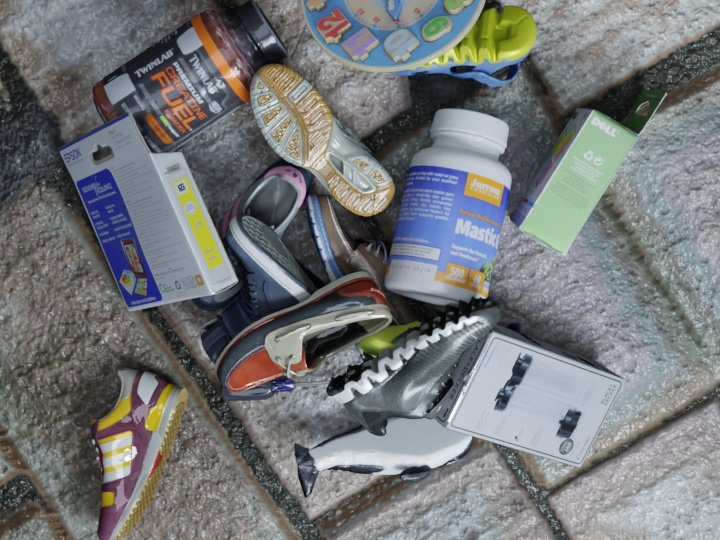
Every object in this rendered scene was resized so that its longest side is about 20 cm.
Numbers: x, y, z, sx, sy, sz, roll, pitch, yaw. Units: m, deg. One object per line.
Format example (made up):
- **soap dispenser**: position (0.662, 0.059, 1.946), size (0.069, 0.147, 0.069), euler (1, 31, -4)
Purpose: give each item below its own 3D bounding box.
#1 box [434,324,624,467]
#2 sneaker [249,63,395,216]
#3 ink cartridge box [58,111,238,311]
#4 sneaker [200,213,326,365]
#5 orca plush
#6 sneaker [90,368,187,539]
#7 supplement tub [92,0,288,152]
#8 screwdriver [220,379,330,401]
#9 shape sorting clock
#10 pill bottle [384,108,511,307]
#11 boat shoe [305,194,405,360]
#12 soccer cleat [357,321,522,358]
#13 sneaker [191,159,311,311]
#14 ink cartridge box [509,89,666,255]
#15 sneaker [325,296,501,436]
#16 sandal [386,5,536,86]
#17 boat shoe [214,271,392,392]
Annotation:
- **box**: position (0.176, 0.130, 1.383), size (0.200, 0.060, 0.117), euler (19, 100, -32)
- **sneaker**: position (-0.048, -0.140, 1.372), size (0.076, 0.088, 0.200), euler (-40, 110, 5)
- **ink cartridge box**: position (-0.228, -0.061, 1.356), size (0.047, 0.198, 0.200), euler (-25, 98, -34)
- **sneaker**: position (-0.125, 0.033, 1.373), size (0.146, 0.077, 0.202), euler (-31, 139, 9)
- **orca plush**: position (0.027, 0.218, 1.438), size (0.200, 0.105, 0.071), euler (-20, 138, -19)
- **sneaker**: position (-0.269, 0.208, 1.450), size (0.090, 0.075, 0.200), euler (23, 91, 6)
- **supplement tub**: position (-0.178, -0.206, 1.367), size (0.200, 0.107, 0.107), euler (-33, 96, 6)
- **screwdriver**: position (-0.059, 0.128, 1.454), size (0.200, 0.029, 0.028), euler (-5, 97, -2)
- **shape sorting clock**: position (0.034, -0.298, 1.345), size (0.200, 0.039, 0.200), euler (-5, 70, 15)
- **pill bottle**: position (0.099, -0.066, 1.368), size (0.112, 0.112, 0.200), euler (13, 84, 0)
- **boat shoe**: position (0.000, 0.000, 1.415), size (0.072, 0.072, 0.200), euler (-22, 107, -1)
- **soccer cleat**: position (0.089, 0.076, 1.401), size (0.200, 0.065, 0.084), euler (10, 88, -24)
- **sneaker**: position (-0.128, -0.038, 1.401), size (0.070, 0.082, 0.200), euler (33, 98, -4)
- **ink cartridge box**: position (0.239, -0.120, 1.370), size (0.059, 0.104, 0.200), euler (31, 98, -4)
- **sneaker**: position (0.069, 0.103, 1.313), size (0.200, 0.066, 0.091), euler (-33, 100, 13)
- **sandal**: position (0.093, -0.232, 1.373), size (0.200, 0.087, 0.080), euler (7, 71, 19)
- **boat shoe**: position (-0.061, 0.076, 1.344), size (0.200, 0.071, 0.063), euler (-30, 54, 3)
